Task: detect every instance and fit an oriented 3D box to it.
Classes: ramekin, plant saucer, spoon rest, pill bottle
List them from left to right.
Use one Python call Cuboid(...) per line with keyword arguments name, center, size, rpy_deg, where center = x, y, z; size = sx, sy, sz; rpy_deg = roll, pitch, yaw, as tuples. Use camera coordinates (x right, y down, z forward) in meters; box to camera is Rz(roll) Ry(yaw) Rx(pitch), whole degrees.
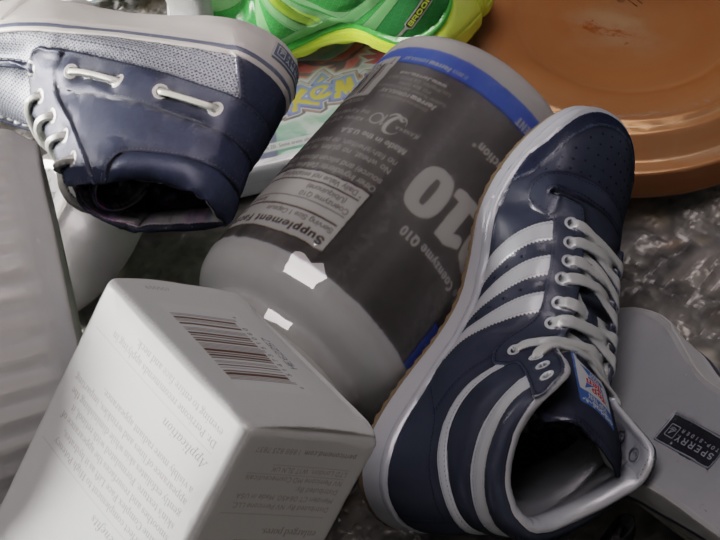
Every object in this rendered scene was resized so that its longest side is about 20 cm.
Cuboid(name="ramekin", center=(-0.167, 0.032, 0.763), size=(0.093, 0.204, 0.203), rpy_deg=(-12, 46, -8))
Cuboid(name="spoon rest", center=(-0.128, -0.063, 0.910), size=(0.099, 0.061, 0.201), rpy_deg=(17, 78, 42))
Cuboid(name="pill bottle", center=(0.000, 0.000, 0.786), size=(0.113, 0.114, 0.200), rpy_deg=(22, 59, 32))
Cuboid(name="plant saucer", center=(0.134, -0.118, 0.887), size=(0.198, 0.032, 0.202), rpy_deg=(-3, 47, 3))

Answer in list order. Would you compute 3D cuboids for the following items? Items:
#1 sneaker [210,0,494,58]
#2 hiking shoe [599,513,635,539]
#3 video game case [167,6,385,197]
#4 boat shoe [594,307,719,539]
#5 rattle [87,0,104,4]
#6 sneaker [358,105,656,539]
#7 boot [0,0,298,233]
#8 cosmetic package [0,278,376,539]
Cuboid(name="sneaker", center=(-0.021, -0.155, 0.907), size=(0.199, 0.084, 0.074), rpy_deg=(4, 51, 41))
Cuboid(name="hiking shoe", center=(0.116, 0.166, 0.629), size=(0.100, 0.076, 0.200), rpy_deg=(-33, 47, -8))
Cuboid(name="video game case", center=(-0.008, -0.124, 0.961), size=(0.198, 0.023, 0.183), rpy_deg=(-13, 47, 6))
Cuboid(name="boat shoe", center=(0.141, 0.075, 0.707), size=(0.072, 0.066, 0.200), rpy_deg=(-49, 28, -7))
Cuboid(name="rattle", center=(-0.063, -0.210, 1.041), size=(0.130, 0.142, 0.201), rpy_deg=(-16, 43, 57))
Cuboid(name="sneaker", center=(0.083, 0.021, 0.709), size=(0.108, 0.070, 0.201), rpy_deg=(2, 59, 59))
Cuboid(name="boot", center=(-0.130, -0.070, 0.822), size=(0.198, 0.073, 0.091), rpy_deg=(4, 56, 31))
Cuboid(name="cosmetic package", center=(-0.086, 0.115, 0.669), size=(0.102, 0.074, 0.201), rpy_deg=(43, 112, 40))
